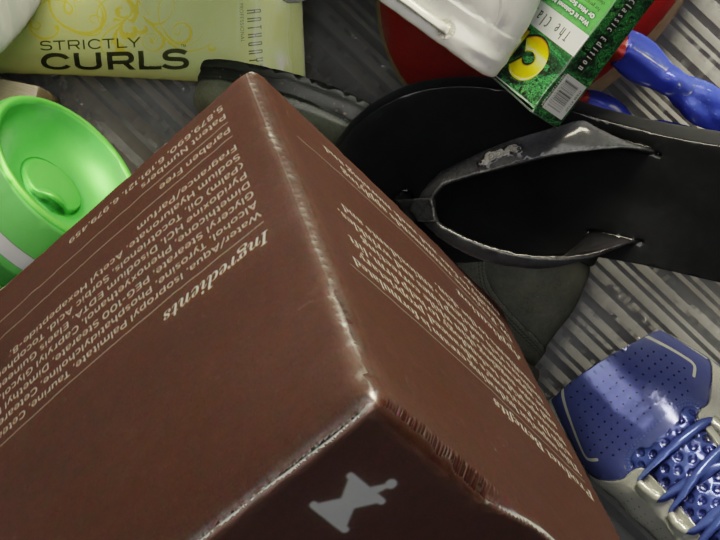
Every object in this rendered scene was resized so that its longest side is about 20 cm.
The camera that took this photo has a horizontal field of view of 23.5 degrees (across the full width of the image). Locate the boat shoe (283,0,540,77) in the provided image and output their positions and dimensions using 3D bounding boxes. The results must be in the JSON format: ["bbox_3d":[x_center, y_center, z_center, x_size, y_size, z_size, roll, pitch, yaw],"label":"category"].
[{"bbox_3d":[-0.022,-0.135,0.657,0.200,0.074,0.066,29,101,25],"label":"boat shoe"}]

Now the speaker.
[{"bbox_3d":[-0.179,0.017,0.710,0.200,0.088,0.089,-40,86,28],"label":"speaker"}]

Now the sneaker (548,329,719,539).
[{"bbox_3d":[0.167,0.112,0.710,0.080,0.115,0.200,-38,87,0],"label":"sneaker"}]

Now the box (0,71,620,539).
[{"bbox_3d":[-0.028,0.074,0.597,0.164,0.200,0.166,-39,124,12],"label":"box"}]

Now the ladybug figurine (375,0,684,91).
[{"bbox_3d":[0.082,-0.151,0.744,0.136,0.072,0.200,30,90,3],"label":"ladybug figurine"}]

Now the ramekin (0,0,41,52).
[{"bbox_3d":[-0.220,-0.149,0.699,0.200,0.098,0.201,-3,49,3],"label":"ramekin"}]

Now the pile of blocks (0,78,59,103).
[{"bbox_3d":[-0.122,-0.006,0.755,0.082,0.062,0.200,-44,86,1],"label":"pile of blocks"}]

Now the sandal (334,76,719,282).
[{"bbox_3d":[0.080,-0.031,0.672,0.199,0.043,0.076,4,116,11],"label":"sandal"}]

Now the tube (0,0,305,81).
[{"bbox_3d":[-0.124,-0.116,0.764,0.199,0.058,0.052,0,65,0],"label":"tube"}]

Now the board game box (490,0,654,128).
[{"bbox_3d":[0.044,-0.151,0.693,0.105,0.023,0.200,-51,51,9],"label":"board game box"}]

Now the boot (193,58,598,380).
[{"bbox_3d":[0.000,0.000,0.743,0.200,0.068,0.131,25,90,-3],"label":"boot"}]

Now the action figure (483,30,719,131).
[{"bbox_3d":[0.154,-0.038,0.706,0.200,0.099,0.065,18,124,-22],"label":"action figure"}]
